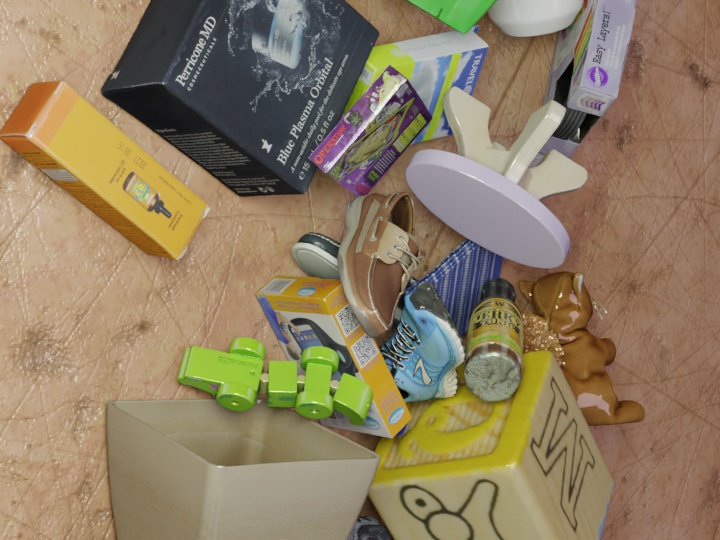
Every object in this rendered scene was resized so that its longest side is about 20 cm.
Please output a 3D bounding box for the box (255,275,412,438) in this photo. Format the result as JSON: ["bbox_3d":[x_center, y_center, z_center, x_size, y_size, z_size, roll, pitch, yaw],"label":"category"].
[{"bbox_3d":[-0.024,0.100,1.469,0.041,0.119,0.201,-38,115,-33],"label":"box"}]

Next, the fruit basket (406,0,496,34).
[{"bbox_3d":[0.092,-0.379,1.484,0.214,0.156,0.217,0,101,0],"label":"fruit basket"}]

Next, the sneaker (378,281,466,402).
[{"bbox_3d":[0.056,0.090,1.463,0.089,0.079,0.201,-20,147,-11],"label":"sneaker"}]

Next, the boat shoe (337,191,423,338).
[{"bbox_3d":[0.024,-0.016,1.415,0.076,0.071,0.201,55,24,-37],"label":"boat shoe"}]

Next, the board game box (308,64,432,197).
[{"bbox_3d":[0.014,-0.136,1.412,0.120,0.032,0.200,-53,170,2],"label":"board game box"}]

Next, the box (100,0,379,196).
[{"bbox_3d":[-0.114,-0.206,1.378,0.200,0.117,0.198,36,69,-35],"label":"box"}]

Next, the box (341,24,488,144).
[{"bbox_3d":[0.059,-0.197,1.538,0.199,0.048,0.122,-19,140,-39],"label":"box"}]

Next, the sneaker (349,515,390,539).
[{"bbox_3d":[-0.031,0.266,1.505,0.113,0.075,0.202,-16,108,-40],"label":"sneaker"}]

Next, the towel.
[{"bbox_3d":[0.104,0.030,1.595,0.200,0.024,0.146,-39,145,-40],"label":"towel"}]

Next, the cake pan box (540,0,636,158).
[{"bbox_3d":[0.269,-0.249,1.654,0.052,0.184,0.201,15,71,-3],"label":"cake pan box"}]

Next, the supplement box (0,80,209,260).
[{"bbox_3d":[-0.237,-0.091,1.310,0.200,0.069,0.067,42,67,-33],"label":"supplement box"}]

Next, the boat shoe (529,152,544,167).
[{"bbox_3d":[0.189,-0.100,1.679,0.199,0.065,0.074,-26,109,-37],"label":"boat shoe"}]

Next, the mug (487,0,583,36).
[{"bbox_3d":[0.213,-0.366,1.642,0.186,0.149,0.154,-24,116,-31],"label":"mug"}]

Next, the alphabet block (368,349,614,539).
[{"bbox_3d":[0.147,0.235,1.547,0.201,0.194,0.197,62,32,-26],"label":"alphabet block"}]

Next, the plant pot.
[{"bbox_3d":[-0.129,0.238,1.349,0.199,0.199,0.178,4,100,-41],"label":"plant pot"}]

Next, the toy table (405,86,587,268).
[{"bbox_3d":[0.155,-0.104,1.523,0.200,0.183,0.118,37,64,-23],"label":"toy table"}]

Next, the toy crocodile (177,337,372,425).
[{"bbox_3d":[-0.085,0.115,1.407,0.198,0.062,0.068,8,57,-4],"label":"toy crocodile"}]

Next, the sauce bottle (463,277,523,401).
[{"bbox_3d":[0.148,0.069,1.542,0.200,0.064,0.065,-78,147,-64],"label":"sauce bottle"}]

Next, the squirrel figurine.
[{"bbox_3d":[0.233,0.094,1.686,0.199,0.141,0.188,1,85,-43],"label":"squirrel figurine"}]

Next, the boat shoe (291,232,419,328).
[{"bbox_3d":[0.000,0.000,1.520,0.200,0.075,0.061,40,67,-48],"label":"boat shoe"}]
